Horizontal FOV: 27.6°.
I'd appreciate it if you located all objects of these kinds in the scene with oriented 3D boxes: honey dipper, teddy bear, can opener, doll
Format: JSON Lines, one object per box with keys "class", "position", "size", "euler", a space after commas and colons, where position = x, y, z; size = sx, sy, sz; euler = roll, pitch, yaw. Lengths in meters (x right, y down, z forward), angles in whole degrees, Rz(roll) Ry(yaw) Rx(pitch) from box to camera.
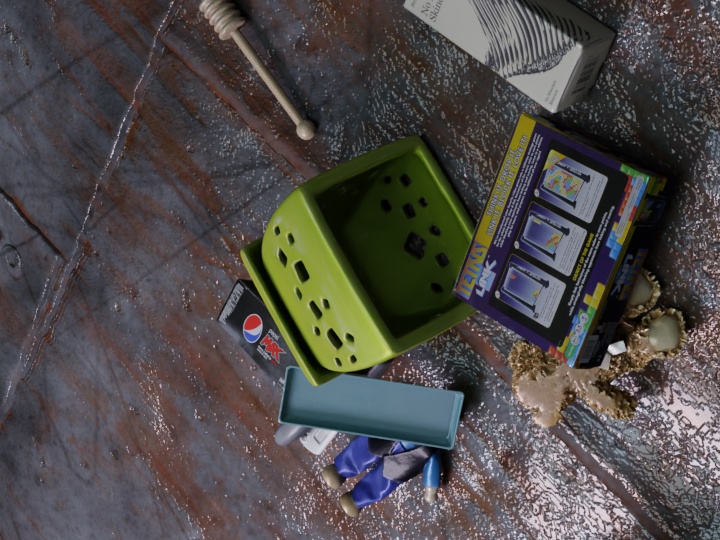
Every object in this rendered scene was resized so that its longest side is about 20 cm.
{"class": "honey dipper", "position": [-0.113, -0.233, 1.672], "size": [0.201, 0.038, 0.038], "euler": [54, 132, 8]}
{"class": "teddy bear", "position": [0.241, 0.077, 1.481], "size": [0.145, 0.067, 0.201], "euler": [38, 121, 11]}
{"class": "can opener", "position": [-0.030, 0.153, 1.736], "size": [0.053, 0.066, 0.200], "euler": [49, 126, 16]}
{"class": "doll", "position": [0.045, 0.214, 1.703], "size": [0.200, 0.048, 0.137], "euler": [-42, 77, 36]}

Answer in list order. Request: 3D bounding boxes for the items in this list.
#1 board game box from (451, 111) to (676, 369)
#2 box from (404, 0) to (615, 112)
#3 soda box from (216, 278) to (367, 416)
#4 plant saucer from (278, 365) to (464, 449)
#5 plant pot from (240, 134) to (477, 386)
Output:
{"class": "board game box", "position": [0.195, -0.030, 1.429], "size": [0.165, 0.056, 0.202], "euler": [33, 110, 37]}
{"class": "box", "position": [0.143, -0.244, 1.426], "size": [0.199, 0.068, 0.083], "euler": [38, 128, 23]}
{"class": "soda box", "position": [-0.081, 0.089, 1.706], "size": [0.200, 0.070, 0.064], "euler": [43, 113, 39]}
{"class": "plant saucer", "position": [0.012, 0.149, 1.615], "size": [0.198, 0.019, 0.071], "euler": [9, 108, -4]}
{"class": "plant pot", "position": [0.000, 0.000, 1.563], "size": [0.181, 0.198, 0.201], "euler": [-33, 85, 49]}
